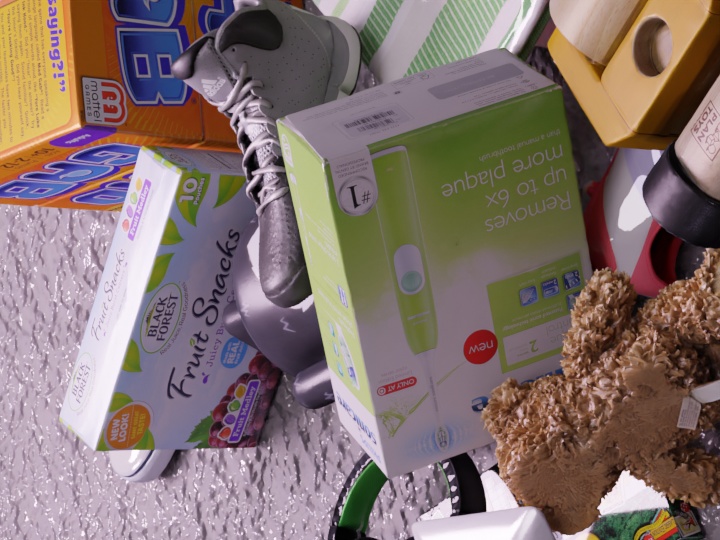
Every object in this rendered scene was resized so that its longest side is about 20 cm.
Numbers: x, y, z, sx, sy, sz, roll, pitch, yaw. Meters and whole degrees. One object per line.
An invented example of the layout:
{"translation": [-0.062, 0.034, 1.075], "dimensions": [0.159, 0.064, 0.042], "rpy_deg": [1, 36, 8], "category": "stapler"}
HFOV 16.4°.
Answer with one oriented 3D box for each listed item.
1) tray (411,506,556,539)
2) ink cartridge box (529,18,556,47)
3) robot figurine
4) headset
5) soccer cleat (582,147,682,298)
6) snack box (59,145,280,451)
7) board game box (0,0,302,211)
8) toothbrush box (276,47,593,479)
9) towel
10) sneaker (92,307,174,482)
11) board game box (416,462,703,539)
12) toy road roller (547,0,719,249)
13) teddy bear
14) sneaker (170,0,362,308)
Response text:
{"translation": [0.102, 0.230, 1.427], "dimensions": [0.107, 0.022, 0.201], "rpy_deg": [-15, 106, 46], "category": "tray"}
{"translation": [0.108, -0.205, 1.482], "dimensions": [0.200, 0.067, 0.116], "rpy_deg": [37, 115, 43], "category": "ink cartridge box"}
{"translation": [-0.001, -0.002, 1.548], "dimensions": [0.200, 0.125, 0.151], "rpy_deg": [-23, 84, 46], "category": "robot figurine"}
{"translation": [0.034, 0.201, 1.524], "dimensions": [0.123, 0.094, 0.201], "rpy_deg": [-12, 65, 49], "category": "headset"}
{"translation": [0.180, -0.081, 1.403], "dimensions": [0.076, 0.067, 0.201], "rpy_deg": [29, 111, 29], "category": "soccer cleat"}
{"translation": [-0.106, 0.020, 1.654], "dimensions": [0.053, 0.142, 0.201], "rpy_deg": [35, 113, 44], "category": "snack box"}
{"translation": [-0.175, -0.162, 1.700], "dimensions": [0.199, 0.199, 0.201], "rpy_deg": [-16, 75, 47], "category": "board game box"}
{"translation": [0.049, -0.005, 1.412], "dimensions": [0.086, 0.145, 0.201], "rpy_deg": [-134, 29, -60], "category": "toothbrush box"}
{"translation": [0.036, -0.175, 1.495], "dimensions": [0.200, 0.023, 0.153], "rpy_deg": [54, 131, 34], "category": "towel"}
{"translation": [-0.162, 0.051, 1.768], "dimensions": [0.073, 0.071, 0.201], "rpy_deg": [14, 98, 48], "category": "sneaker"}
{"translation": [0.115, 0.153, 1.487], "dimensions": [0.200, 0.023, 0.105], "rpy_deg": [-40, 61, 40], "category": "board game box"}
{"translation": [0.205, -0.109, 1.305], "dimensions": [0.123, 0.146, 0.200], "rpy_deg": [-59, 46, 36], "category": "toy road roller"}
{"translation": [0.164, 0.062, 1.373], "dimensions": [0.200, 0.145, 0.067], "rpy_deg": [-54, 12, 27], "category": "teddy bear"}
{"translation": [-0.067, -0.080, 1.476], "dimensions": [0.075, 0.115, 0.201], "rpy_deg": [-31, 43, 44], "category": "sneaker"}
